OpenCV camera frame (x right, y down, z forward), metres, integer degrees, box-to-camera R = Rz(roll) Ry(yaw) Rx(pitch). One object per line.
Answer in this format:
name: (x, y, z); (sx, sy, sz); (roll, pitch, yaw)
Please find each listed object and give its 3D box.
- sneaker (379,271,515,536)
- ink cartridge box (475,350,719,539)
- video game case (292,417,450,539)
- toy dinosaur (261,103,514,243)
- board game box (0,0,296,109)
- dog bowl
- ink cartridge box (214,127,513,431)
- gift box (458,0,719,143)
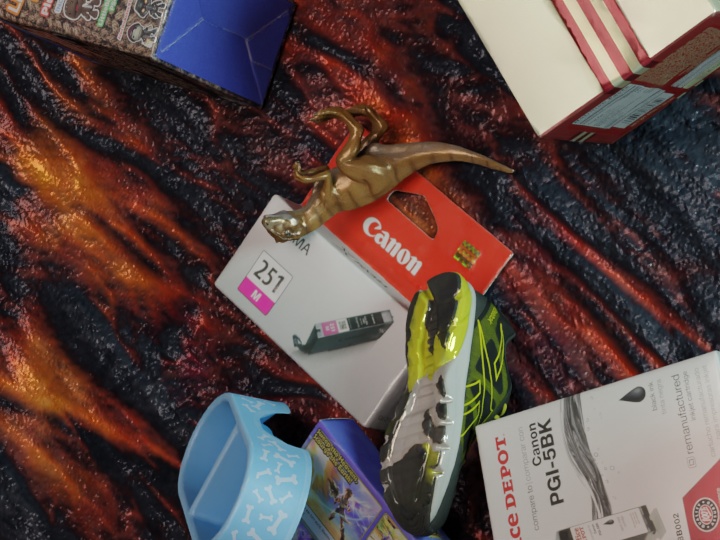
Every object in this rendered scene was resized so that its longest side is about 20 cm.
sneaker: (0.075, 0.103, 1.667); (0.074, 0.084, 0.201); (-13, 60, 50)
ink cartridge box: (0.192, 0.158, 1.594); (0.199, 0.083, 0.148); (-20, 67, 27)
video game case: (-0.008, 0.246, 1.706); (0.200, 0.045, 0.182); (50, 119, 30)
toy dinosaur: (0.013, -0.084, 1.782); (0.199, 0.060, 0.107); (-23, 82, 6)
board game box: (-0.185, -0.220, 1.880); (0.199, 0.159, 0.098); (18, 88, 35)
dog bowl: (-0.093, 0.162, 1.731); (0.112, 0.049, 0.200); (-61, 20, 11)
ink cartridge box: (0.000, 0.000, 1.781); (0.200, 0.043, 0.174); (41, 103, 32)
gift box: (0.171, -0.209, 1.643); (0.184, 0.200, 0.188); (-33, 78, 17)
